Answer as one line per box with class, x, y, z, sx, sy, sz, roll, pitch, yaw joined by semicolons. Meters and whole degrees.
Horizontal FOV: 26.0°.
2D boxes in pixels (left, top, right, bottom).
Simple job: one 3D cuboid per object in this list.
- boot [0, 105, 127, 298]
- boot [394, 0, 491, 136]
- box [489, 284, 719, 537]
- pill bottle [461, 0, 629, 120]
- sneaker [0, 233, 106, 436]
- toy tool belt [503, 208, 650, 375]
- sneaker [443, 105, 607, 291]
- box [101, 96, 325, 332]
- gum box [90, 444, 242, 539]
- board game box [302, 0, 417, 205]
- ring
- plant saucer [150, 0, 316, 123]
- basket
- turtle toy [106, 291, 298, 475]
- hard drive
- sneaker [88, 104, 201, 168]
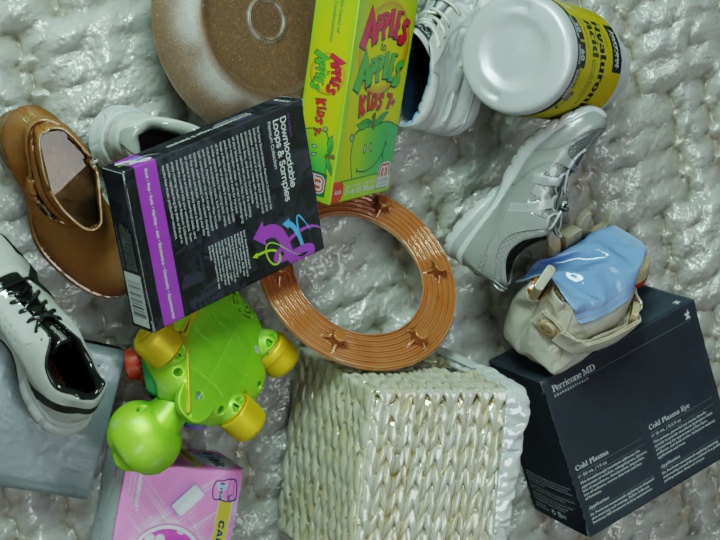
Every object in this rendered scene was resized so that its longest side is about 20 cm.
boot;-0.235;-0.046;1.301;0.074;0.155;0.200;-39;113;-14
boot;0.079;-0.225;1.458;0.095;0.073;0.201;-4;103;-55
box;0.262;0.140;1.610;0.200;0.104;0.182;-25;110;-21
pill bottle;0.184;-0.198;1.471;0.200;0.111;0.112;-6;104;-62
sneaker;-0.275;0.040;1.312;0.074;0.080;0.200;-34;90;-35
toy tool belt;0.227;0.002;1.526;0.200;0.125;0.123;-38;146;-34
sneaker;0.171;-0.067;1.468;0.200;0.082;0.075;-51;161;17
box;-0.119;-0.051;1.318;0.200;0.036;0.143;-26;119;-37
gum box;-0.187;0.267;1.430;0.113;0.066;0.200;8;96;-26
board game box;-0.005;-0.167;1.405;0.102;0.048;0.200;-18;121;-55
ring;0.000;0.000;1.435;0.200;0.019;0.201;12;54;-18
plant saucer;-0.091;-0.219;1.380;0.200;0.037;0.201;3;85;-37
basket;0.034;0.177;1.452;0.160;0.198;0.201;5;98;-25
turtle toy;-0.155;0.093;1.383;0.146;0.101;0.200;45;50;-23
hard drive;-0.318;0.116;1.358;0.200;0.033;0.140;14;93;-27
sneaker;-0.136;-0.091;1.375;0.200;0.099;0.078;10;94;-27
